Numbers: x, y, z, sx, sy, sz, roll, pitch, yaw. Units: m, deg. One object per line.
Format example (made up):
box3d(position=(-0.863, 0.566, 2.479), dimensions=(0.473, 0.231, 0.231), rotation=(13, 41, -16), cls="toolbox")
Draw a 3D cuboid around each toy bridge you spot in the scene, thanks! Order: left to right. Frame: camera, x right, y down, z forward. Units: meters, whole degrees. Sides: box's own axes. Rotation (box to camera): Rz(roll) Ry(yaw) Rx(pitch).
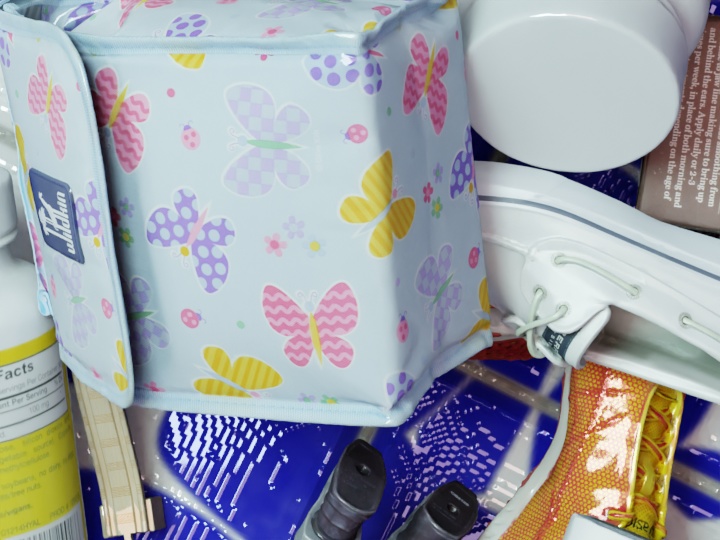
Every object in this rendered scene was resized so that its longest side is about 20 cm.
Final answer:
box3d(position=(-0.121, 0.031, 1.242), dimensions=(0.027, 0.067, 0.201), rotation=(-9, 86, 5), cls="toy bridge")

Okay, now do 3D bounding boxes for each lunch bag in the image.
box3d(position=(-0.060, -0.031, 1.100), dimensions=(0.199, 0.127, 0.170), rotation=(5, 112, 28), cls="lunch bag")

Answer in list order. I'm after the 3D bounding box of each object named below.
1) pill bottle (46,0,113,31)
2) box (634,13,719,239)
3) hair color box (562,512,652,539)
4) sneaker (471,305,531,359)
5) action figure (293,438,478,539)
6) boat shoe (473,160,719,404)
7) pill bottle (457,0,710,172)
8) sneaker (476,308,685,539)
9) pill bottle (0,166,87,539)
box3d(position=(-0.052, -0.125, 1.212), dimensions=(0.199, 0.112, 0.113), rotation=(-14, 86, -8), cls="pill bottle")
box3d(position=(0.228, -0.054, 1.207), dimensions=(0.199, 0.075, 0.101), rotation=(9, 88, 8), cls="box")
box3d(position=(0.102, 0.214, 1.124), dimensions=(0.099, 0.061, 0.201), rotation=(21, 89, 14), cls="hair color box")
box3d(position=(0.000, 0.000, 1.231), dimensions=(0.199, 0.073, 0.078), rotation=(2, 75, -2), cls="sneaker")
box3d(position=(-0.029, 0.173, 1.219), dimensions=(0.130, 0.069, 0.200), rotation=(32, 112, -11), cls="action figure")
box3d(position=(0.096, 0.008, 1.139), dimensions=(0.199, 0.074, 0.067), rotation=(13, 61, 8), cls="boat shoe")
box3d(position=(0.099, -0.147, 1.157), dimensions=(0.114, 0.115, 0.201), rotation=(6, 51, 6), cls="pill bottle")
box3d(position=(0.119, 0.089, 1.202), dimensions=(0.077, 0.073, 0.201), rotation=(28, 97, 44), cls="sneaker")
box3d(position=(-0.186, 0.057, 1.201), dimensions=(0.111, 0.111, 0.201), rotation=(-3, 104, 6), cls="pill bottle")
